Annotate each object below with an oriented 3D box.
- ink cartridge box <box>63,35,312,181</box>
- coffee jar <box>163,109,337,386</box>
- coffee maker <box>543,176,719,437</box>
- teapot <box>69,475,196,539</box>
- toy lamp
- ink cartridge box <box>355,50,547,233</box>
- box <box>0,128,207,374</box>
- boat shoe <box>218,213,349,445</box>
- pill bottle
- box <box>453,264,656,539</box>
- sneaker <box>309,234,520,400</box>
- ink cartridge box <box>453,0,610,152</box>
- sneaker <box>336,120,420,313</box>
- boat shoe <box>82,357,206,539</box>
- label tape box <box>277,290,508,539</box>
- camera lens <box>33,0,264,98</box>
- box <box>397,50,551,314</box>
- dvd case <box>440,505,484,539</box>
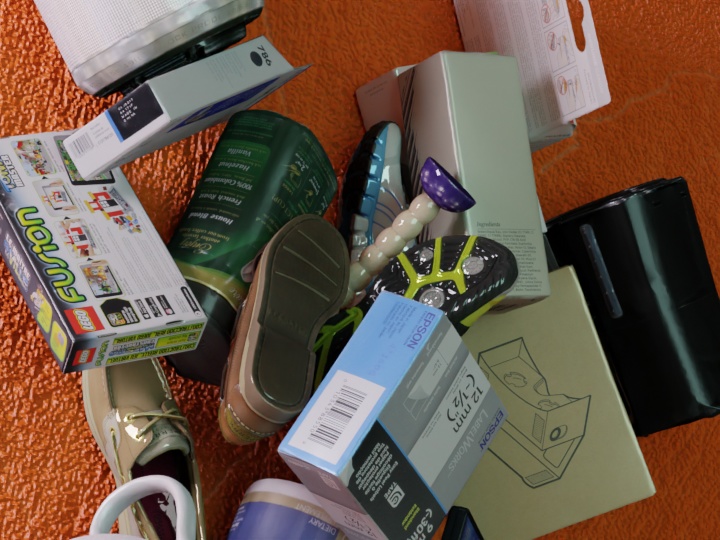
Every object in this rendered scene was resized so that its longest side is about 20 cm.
[{"bbox_3d":[-0.127,-0.127,1.558,0.039,0.099,0.200,59,34,1],"label":"ink cartridge box"},{"bbox_3d":[-0.097,-0.017,1.585,0.201,0.085,0.105,-64,148,-27],"label":"coffee jar"},{"bbox_3d":[0.258,0.026,1.755,0.135,0.191,0.202,-20,91,-76],"label":"coffee maker"},{"bbox_3d":[-0.194,0.260,1.426,0.199,0.145,0.199,-12,111,-41],"label":"teapot"},{"bbox_3d":[0.000,0.000,1.593,0.058,0.058,0.200,41,97,-18],"label":"toy lamp"},{"bbox_3d":[0.082,-0.072,1.733,0.116,0.067,0.202,-14,86,-35],"label":"ink cartridge box"},{"bbox_3d":[-0.202,-0.019,1.497,0.109,0.035,0.201,-9,52,-33],"label":"box"},{"bbox_3d":[-0.064,0.040,1.514,0.072,0.068,0.201,36,42,-14],"label":"boat shoe"},{"bbox_3d":[-0.069,0.266,1.531,0.111,0.111,0.201,33,63,-22],"label":"pill bottle"},{"bbox_3d":[0.132,0.115,1.697,0.162,0.021,0.202,-20,90,3],"label":"box"},{"bbox_3d":[0.035,0.045,1.567,0.076,0.199,0.076,48,13,-51],"label":"sneaker"},{"bbox_3d":[0.154,-0.193,1.727,0.057,0.200,0.164,-10,85,-31],"label":"ink cartridge box"},{"bbox_3d":[0.025,-0.019,1.674,0.086,0.075,0.202,8,82,-14],"label":"sneaker"},{"bbox_3d":[-0.152,0.132,1.536,0.074,0.066,0.202,-13,86,-34],"label":"boat shoe"},{"bbox_3d":[0.039,0.133,1.499,0.144,0.066,0.200,-56,137,-20],"label":"label tape box"},{"bbox_3d":[-0.175,-0.242,1.550,0.159,0.160,0.201,-30,96,-34],"label":"camera lens"},{"bbox_3d":[0.090,-0.069,1.653,0.082,0.068,0.202,1,76,-34],"label":"box"},{"bbox_3d":[0.078,0.286,1.602,0.200,0.017,0.144,64,39,-56],"label":"dvd case"}]
